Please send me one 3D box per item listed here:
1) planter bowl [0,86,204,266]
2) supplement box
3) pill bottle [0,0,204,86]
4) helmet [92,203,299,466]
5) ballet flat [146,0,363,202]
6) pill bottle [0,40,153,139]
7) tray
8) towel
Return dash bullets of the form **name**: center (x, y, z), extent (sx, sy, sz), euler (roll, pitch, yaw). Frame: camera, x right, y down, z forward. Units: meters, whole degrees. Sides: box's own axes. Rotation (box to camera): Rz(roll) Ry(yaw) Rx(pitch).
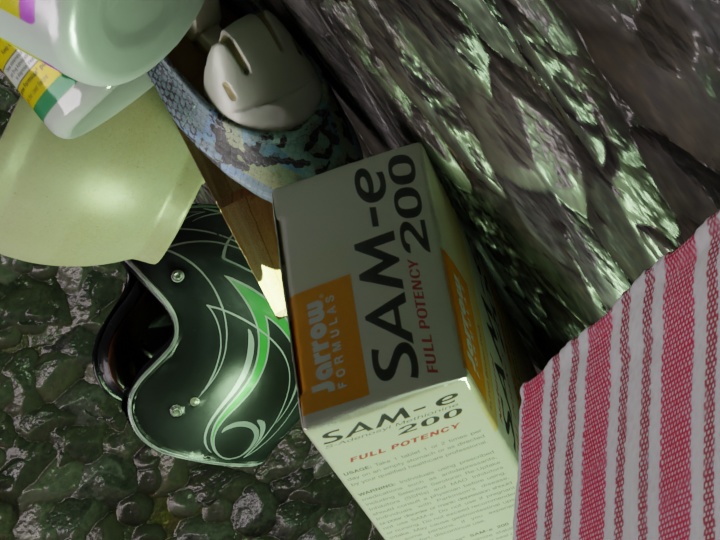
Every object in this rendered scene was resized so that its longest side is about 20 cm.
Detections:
- **planter bowl**: center (-0.173, -0.085, 1.339), extent (0.135, 0.200, 0.200), euler (24, 179, -11)
- **supplement box**: center (0.033, 0.056, 0.875), extent (0.200, 0.073, 0.126), euler (58, -163, -52)
- **pill bottle**: center (-0.167, -0.165, 0.872), extent (0.200, 0.104, 0.104), euler (29, 165, 24)
- **helmet**: center (-0.120, 0.044, 1.584), extent (0.200, 0.191, 0.200), euler (18, -173, -2)
- **ballet flat**: center (-0.070, -0.111, 0.912), extent (0.200, 0.074, 0.074), euler (46, 173, 14)
- **pill bottle**: center (-0.184, -0.182, 1.088), extent (0.200, 0.113, 0.113), euler (51, 174, -1)
- **tray**: center (-0.081, -0.069, 1.176), extent (0.200, 0.037, 0.099), euler (58, 175, 49)
- **towel**: center (0.074, 0.072, 0.449), extent (0.030, 0.146, 0.200), euler (9, 160, -11)
